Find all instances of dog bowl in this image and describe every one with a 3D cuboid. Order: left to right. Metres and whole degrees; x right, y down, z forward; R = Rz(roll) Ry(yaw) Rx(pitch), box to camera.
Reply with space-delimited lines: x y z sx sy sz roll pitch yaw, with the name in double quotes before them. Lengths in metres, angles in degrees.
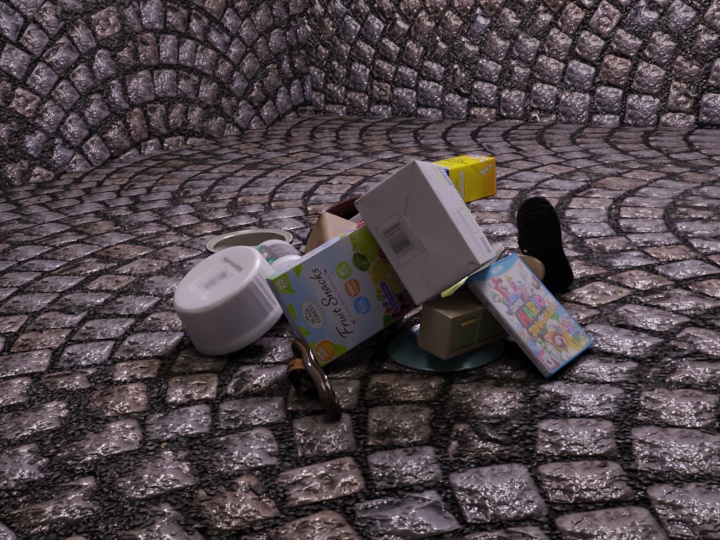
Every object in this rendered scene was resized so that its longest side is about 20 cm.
"dog bowl" -0.248 -0.033 1.907 0.199 0.074 0.200 -3 18 1

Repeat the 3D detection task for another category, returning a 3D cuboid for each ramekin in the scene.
"ramekin" -0.236 0.046 1.507 0.200 0.098 0.201 -21 32 14

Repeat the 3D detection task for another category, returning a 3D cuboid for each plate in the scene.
"plate" 0.144 0.120 1.434 0.199 0.026 0.200 -4 19 1

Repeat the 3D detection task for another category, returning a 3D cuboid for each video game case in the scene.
"video game case" 0.275 0.068 1.366 0.143 0.018 0.200 -23 68 -44

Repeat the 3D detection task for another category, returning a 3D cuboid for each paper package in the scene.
"paper package" 0.000 0.000 1.553 0.190 0.104 0.200 21 22 -15

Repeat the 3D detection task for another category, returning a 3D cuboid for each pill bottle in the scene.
"pill bottle" -0.149 0.014 1.678 0.113 0.114 0.200 -11 18 -18

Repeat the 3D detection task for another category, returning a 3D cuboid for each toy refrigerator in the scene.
"toy refrigerator" 0.188 0.079 1.381 0.199 0.076 0.070 -13 29 -41

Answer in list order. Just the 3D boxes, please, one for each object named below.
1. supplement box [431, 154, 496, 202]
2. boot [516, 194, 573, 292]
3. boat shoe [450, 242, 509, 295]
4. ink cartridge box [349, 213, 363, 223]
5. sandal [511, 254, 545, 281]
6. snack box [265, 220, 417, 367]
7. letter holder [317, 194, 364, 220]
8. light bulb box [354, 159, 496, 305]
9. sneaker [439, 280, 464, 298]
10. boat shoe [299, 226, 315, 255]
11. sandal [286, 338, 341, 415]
"supplement box" 0.279 -0.258 2.401 0.199 0.110 0.109 -17 22 -35
"boot" 0.354 -0.070 1.684 0.079 0.212 0.158 -18 22 7
"boat shoe" 0.208 0.037 1.478 0.201 0.061 0.072 -48 11 -28
"ink cartridge box" 0.073 -0.087 1.736 0.147 0.086 0.200 0 -15 -26
"sandal" 0.256 0.011 1.654 0.069 0.078 0.211 -15 13 -41
"snack box" -0.029 0.037 1.397 0.200 0.169 0.068 -32 9 -12
"letter holder" 0.005 -0.088 1.902 0.100 0.143 0.200 9 22 35
"light bulb box" 0.113 -0.066 1.391 0.125 0.199 0.200 -33 -5 16
"sneaker" 0.245 0.047 1.550 0.199 0.079 0.090 -8 23 -9
"boat shoe" -0.040 -0.028 1.717 0.075 0.061 0.200 16 -10 39
"sandal" -0.080 0.168 1.294 0.054 0.082 0.200 -29 30 -5
